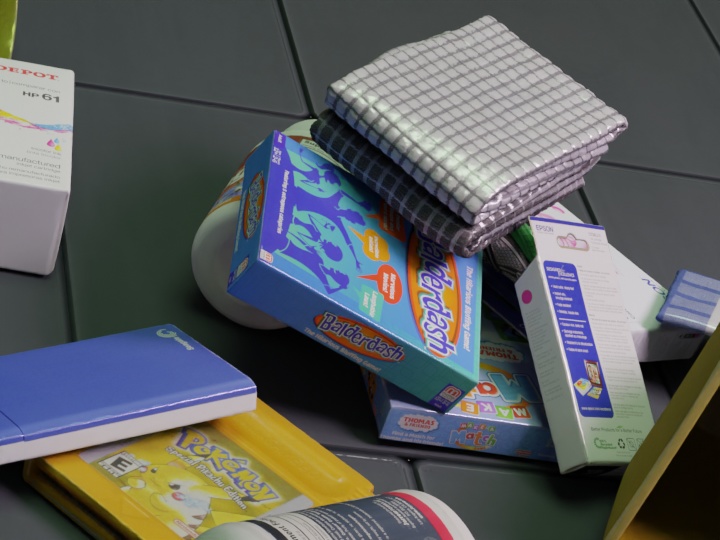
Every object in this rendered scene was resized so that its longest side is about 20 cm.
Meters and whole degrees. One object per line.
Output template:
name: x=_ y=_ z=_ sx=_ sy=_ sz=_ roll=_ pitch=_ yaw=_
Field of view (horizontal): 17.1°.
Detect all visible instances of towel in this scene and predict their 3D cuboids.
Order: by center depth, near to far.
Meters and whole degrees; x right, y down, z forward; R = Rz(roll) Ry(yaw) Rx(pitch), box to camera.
towel: x=0.082 y=-0.104 z=1.852 sx=0.166 sy=0.086 sz=0.200 roll=39 pitch=42 yaw=21
towel: x=0.346 y=0.051 z=1.962 sx=0.200 sy=0.024 sz=0.147 roll=17 pitch=17 yaw=9

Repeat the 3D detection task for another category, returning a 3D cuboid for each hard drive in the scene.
hard drive: x=-0.193 y=0.085 z=1.697 sx=0.200 sy=0.025 sz=0.132 roll=-11 pitch=24 yaw=-32

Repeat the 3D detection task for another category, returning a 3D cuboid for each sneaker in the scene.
sneaker: x=0.088 y=-0.031 z=1.922 sx=0.200 sy=0.085 sz=0.078 roll=42 pitch=2 yaw=23

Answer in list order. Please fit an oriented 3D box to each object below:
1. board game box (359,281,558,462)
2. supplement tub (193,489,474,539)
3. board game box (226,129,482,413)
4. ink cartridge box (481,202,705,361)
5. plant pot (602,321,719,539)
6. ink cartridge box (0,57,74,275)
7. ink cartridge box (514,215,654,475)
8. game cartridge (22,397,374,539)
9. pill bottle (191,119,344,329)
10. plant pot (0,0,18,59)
board game box: x=0.072 y=0.070 z=1.884 sx=0.151 sy=0.037 sz=0.200 roll=9 pitch=32 yaw=-17
supplement tub: x=-0.031 y=0.218 z=1.495 sx=0.200 sy=0.140 sz=0.140 roll=-7 pitch=39 yaw=-35
board game box: x=0.000 y=0.000 z=1.794 sx=0.200 sy=0.045 sz=0.152 roll=30 pitch=37 yaw=-21
ink cartridge box: x=0.164 y=0.005 z=1.983 sx=0.196 sy=0.043 sz=0.200 roll=42 pitch=24 yaw=30
plant pot: x=0.307 y=0.130 z=1.743 sx=0.194 sy=0.196 sz=0.200 roll=27 pitch=25 yaw=-4
ink cartridge box: x=-0.307 y=-0.093 z=1.912 sx=0.144 sy=0.085 sz=0.200 roll=10 pitch=30 yaw=-12
ink cartridge box: x=0.171 y=0.059 z=1.836 sx=0.095 sy=0.037 sz=0.200 roll=6 pitch=67 yaw=-45
game cartridge: x=-0.106 y=0.150 z=1.674 sx=0.176 sy=0.032 sz=0.200 roll=34 pitch=36 yaw=26
pill bottle: x=-0.057 y=-0.044 z=1.932 sx=0.112 sy=0.112 sz=0.200 roll=20 pitch=30 yaw=4
plant pot: x=-0.410 y=-0.247 z=2.045 sx=0.200 sy=0.187 sz=0.187 roll=2 pitch=31 yaw=4
